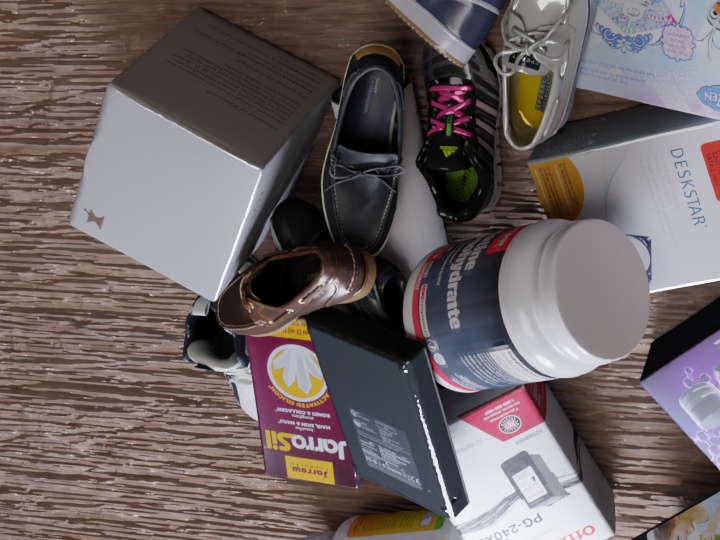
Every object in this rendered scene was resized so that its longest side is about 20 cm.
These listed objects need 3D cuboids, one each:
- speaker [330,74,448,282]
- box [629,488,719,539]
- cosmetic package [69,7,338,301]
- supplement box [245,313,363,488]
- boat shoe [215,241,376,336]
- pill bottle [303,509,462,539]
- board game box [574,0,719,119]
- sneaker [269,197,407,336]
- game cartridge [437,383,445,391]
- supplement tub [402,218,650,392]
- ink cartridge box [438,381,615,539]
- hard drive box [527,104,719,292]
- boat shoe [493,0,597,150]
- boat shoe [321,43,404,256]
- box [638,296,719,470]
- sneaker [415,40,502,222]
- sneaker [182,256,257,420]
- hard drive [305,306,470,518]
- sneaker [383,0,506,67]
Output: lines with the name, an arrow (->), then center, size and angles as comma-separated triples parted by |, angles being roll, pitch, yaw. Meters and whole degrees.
speaker -> 0.033, -0.084, 1.579 | 0.080, 0.081, 0.202 | -3, 118, 24
box -> 0.375, 0.257, 1.607 | 0.116, 0.061, 0.200 | 15, 139, -43
cosmetic package -> -0.148, -0.114, 1.564 | 0.165, 0.200, 0.168 | 28, 126, 5
supplement box -> -0.046, 0.113, 1.680 | 0.109, 0.086, 0.202 | 5, 120, 19
boat shoe -> -0.076, 0.014, 1.525 | 0.199, 0.070, 0.071 | -23, 71, 43
pill bottle -> 0.035, 0.322, 1.794 | 0.198, 0.111, 0.112 | -10, 114, 27
board game box -> 0.259, -0.238, 1.380 | 0.199, 0.043, 0.201 | 19, 125, 36
sneaker -> 0.000, 0.000, 1.563 | 0.200, 0.076, 0.088 | 50, 143, 0
game cartridge -> 0.018, 0.131, 1.737 | 0.199, 0.042, 0.133 | 38, 130, -2
supplement tub -> 0.147, 0.032, 1.472 | 0.199, 0.140, 0.141 | -15, 113, 50
ink cartridge box -> 0.153, 0.205, 1.666 | 0.144, 0.084, 0.201 | -28, 110, 16
hard drive box -> 0.273, -0.068, 1.489 | 0.198, 0.077, 0.157 | -12, 114, 28
boat shoe -> 0.149, -0.192, 1.412 | 0.074, 0.086, 0.203 | 23, 131, 20
boat shoe -> 0.004, -0.103, 1.486 | 0.074, 0.062, 0.202 | 7, 108, -2
box -> 0.384, 0.087, 1.533 | 0.141, 0.079, 0.200 | 44, 125, -9
sneaker -> 0.090, -0.131, 1.522 | 0.073, 0.088, 0.202 | 4, 119, 21
sneaker -> -0.138, 0.096, 1.724 | 0.079, 0.130, 0.201 | 7, 121, 20
hard drive -> 0.026, 0.135, 1.560 | 0.139, 0.033, 0.201 | 21, 140, 41
sneaker -> 0.055, -0.287, 1.462 | 0.200, 0.070, 0.109 | 45, 107, 14
